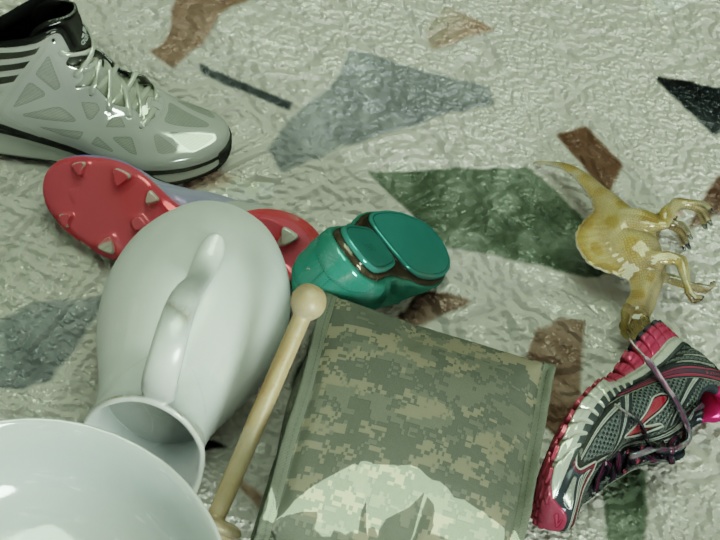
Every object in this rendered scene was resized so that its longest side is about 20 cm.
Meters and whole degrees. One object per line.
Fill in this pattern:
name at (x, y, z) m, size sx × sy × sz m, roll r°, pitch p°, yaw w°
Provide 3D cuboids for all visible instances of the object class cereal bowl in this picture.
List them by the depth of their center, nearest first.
cereal bowl at (-0.174, 0.182, 1.320) m, size 0.199 × 0.084 × 0.201 m, roll 8°, pitch 45°, yaw -8°

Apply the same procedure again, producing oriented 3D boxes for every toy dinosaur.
toy dinosaur at (0.198, -0.028, 1.754) m, size 0.100 × 0.058 × 0.201 m, roll -4°, pitch 49°, yaw -18°

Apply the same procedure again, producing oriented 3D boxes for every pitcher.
pitcher at (-0.108, 0.035, 1.527) m, size 0.121 × 0.172 × 0.201 m, roll 21°, pitch 46°, yaw -2°

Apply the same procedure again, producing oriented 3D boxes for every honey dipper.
honey dipper at (-0.065, 0.102, 1.484) m, size 0.038 × 0.038 × 0.201 m, roll 24°, pitch 87°, yaw 8°

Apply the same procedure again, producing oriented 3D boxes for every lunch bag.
lunch bag at (0.024, 0.134, 1.510) m, size 0.163 × 0.118 × 0.201 m, roll 17°, pitch 40°, yaw 0°

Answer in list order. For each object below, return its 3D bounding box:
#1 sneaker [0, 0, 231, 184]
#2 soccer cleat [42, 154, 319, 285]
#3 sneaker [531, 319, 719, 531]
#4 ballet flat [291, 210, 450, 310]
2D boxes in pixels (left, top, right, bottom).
sneaker at (-0.182, -0.127, 1.700) m, size 0.199 × 0.116 × 0.076 m, roll 8°, pitch 45°, yaw -8°
soccer cleat at (-0.121, -0.032, 1.676) m, size 0.199 × 0.067 × 0.076 m, roll 15°, pitch 6°, yaw 11°
sneaker at (0.178, 0.106, 1.605) m, size 0.074 × 0.081 × 0.200 m, roll 35°, pitch 48°, yaw 15°
ballet flat at (0.000, 0.000, 1.648) m, size 0.068 × 0.070 × 0.200 m, roll 54°, pitch 17°, yaw 9°
